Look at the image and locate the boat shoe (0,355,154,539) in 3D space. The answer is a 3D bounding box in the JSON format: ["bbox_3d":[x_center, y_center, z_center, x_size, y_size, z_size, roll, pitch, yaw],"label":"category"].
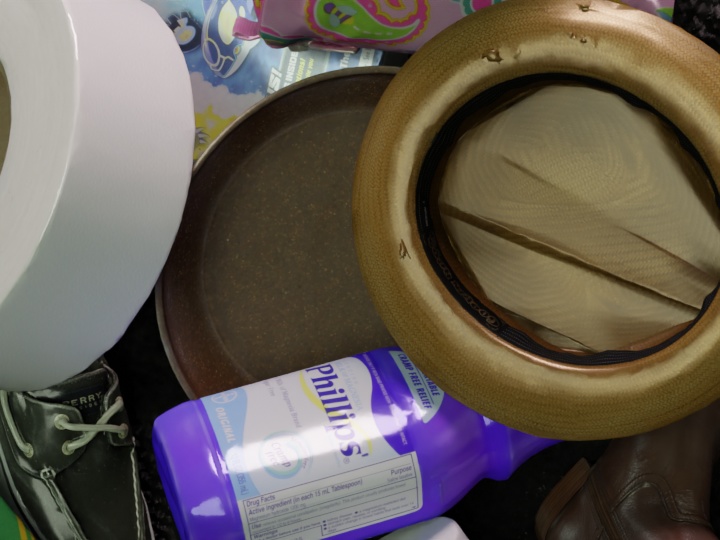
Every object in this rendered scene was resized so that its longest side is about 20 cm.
[{"bbox_3d":[-0.152,0.075,0.994,0.064,0.071,0.200,-36,78,49],"label":"boat shoe"}]

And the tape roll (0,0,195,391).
[{"bbox_3d":[-0.168,-0.047,0.928,0.202,0.071,0.203,-17,66,42],"label":"tape roll"}]

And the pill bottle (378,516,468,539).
[{"bbox_3d":[0.061,0.216,0.892,0.112,0.112,0.200,-30,101,15],"label":"pill bottle"}]

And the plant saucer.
[{"bbox_3d":[0.000,0.000,0.935,0.200,0.037,0.201,-4,106,-13],"label":"plant saucer"}]

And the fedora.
[{"bbox_3d":[0.098,-0.023,0.872,0.200,0.082,0.201,1,93,18],"label":"fedora"}]

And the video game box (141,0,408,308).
[{"bbox_3d":[-0.072,-0.099,0.989,0.182,0.047,0.201,14,95,18],"label":"video game box"}]

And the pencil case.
[{"bbox_3d":[0.044,-0.132,0.903,0.199,0.087,0.088,6,93,-5],"label":"pencil case"}]

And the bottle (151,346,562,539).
[{"bbox_3d":[0.010,0.077,0.896,0.199,0.065,0.084,-15,43,-10],"label":"bottle"}]

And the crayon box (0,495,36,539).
[{"bbox_3d":[-0.177,0.179,0.986,0.052,0.126,0.200,-35,78,-28],"label":"crayon box"}]

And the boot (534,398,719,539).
[{"bbox_3d":[0.156,0.111,0.845,0.064,0.200,0.187,24,109,-19],"label":"boot"}]
